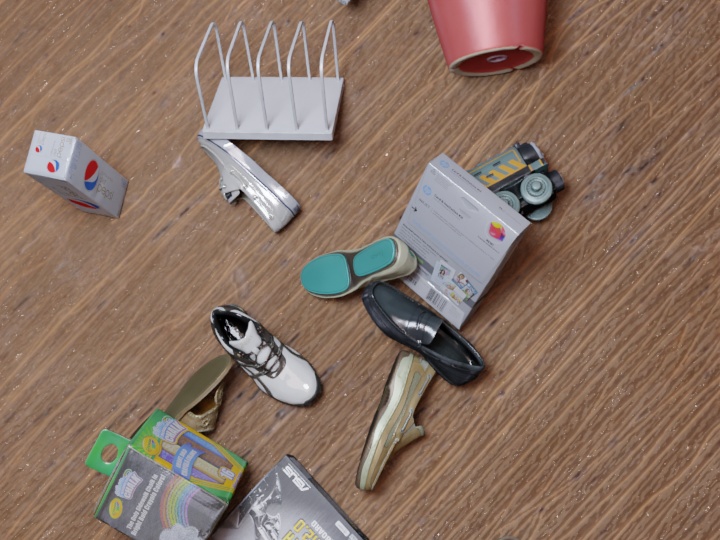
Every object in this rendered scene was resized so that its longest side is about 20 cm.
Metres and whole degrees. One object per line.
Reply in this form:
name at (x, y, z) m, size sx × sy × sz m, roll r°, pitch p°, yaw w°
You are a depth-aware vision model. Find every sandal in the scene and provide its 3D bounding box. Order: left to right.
sandal at (-0.243, 0.211, 1.347) m, size 0.211 × 0.078 × 0.070 m, roll -41°, pitch 114°, yaw 9°

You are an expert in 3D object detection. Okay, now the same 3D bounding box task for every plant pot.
plant pot at (0.186, -0.389, 1.340) m, size 0.195 × 0.200 × 0.182 m, roll -7°, pitch 86°, yaw 6°

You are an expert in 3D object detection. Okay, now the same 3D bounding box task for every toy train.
toy train at (0.192, -0.107, 1.334) m, size 0.197 × 0.085 × 0.115 m, roll -29°, pitch 67°, yaw 1°

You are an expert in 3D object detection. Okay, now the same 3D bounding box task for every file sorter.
file sorter at (-0.133, -0.286, 1.362) m, size 0.195 × 0.126 × 0.141 m, roll 1°, pitch 45°, yaw 8°

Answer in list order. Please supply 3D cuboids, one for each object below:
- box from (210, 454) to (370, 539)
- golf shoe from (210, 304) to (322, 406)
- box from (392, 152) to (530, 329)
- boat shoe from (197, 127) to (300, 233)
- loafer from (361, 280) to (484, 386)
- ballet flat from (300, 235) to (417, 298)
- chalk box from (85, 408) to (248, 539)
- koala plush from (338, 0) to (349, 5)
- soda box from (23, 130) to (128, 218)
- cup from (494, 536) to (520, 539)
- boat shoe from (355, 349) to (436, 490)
box at (-0.087, 0.385, 1.289) m, size 0.158 × 0.048 × 0.200 m, roll -45°, pitch 76°, yaw -3°
golf shoe at (-0.144, 0.123, 1.327) m, size 0.198 × 0.095 × 0.078 m, roll 36°, pitch 84°, yaw 11°
box at (0.125, -0.037, 1.278) m, size 0.155 × 0.202 × 0.041 m, roll 40°, pitch 47°, yaw 14°
boat shoe at (-0.183, -0.134, 1.397) m, size 0.199 × 0.071 × 0.070 m, roll 41°, pitch 84°, yaw 7°
loafer at (0.090, 0.081, 1.284) m, size 0.200 × 0.070 × 0.069 m, roll 40°, pitch 55°, yaw -7°
ballet flat at (0.000, 0.000, 1.334) m, size 0.197 × 0.069 × 0.071 m, roll -13°, pitch 74°, yaw 41°
chalk box at (-0.275, 0.285, 1.262) m, size 0.198 × 0.124 × 0.126 m, roll 31°, pitch 106°, yaw -1°
koala plush at (-0.005, -0.520, 1.405) m, size 0.199 × 0.183 × 0.178 m, roll -41°, pitch 76°, yaw 10°
soda box at (-0.413, -0.138, 1.360) m, size 0.066 × 0.200 × 0.065 m, roll 11°, pitch 79°, yaw 9°
cup at (0.148, 0.456, 1.186) m, size 0.141 × 0.199 × 0.205 m, roll -19°, pitch 75°, yaw 31°
boat shoe at (0.055, 0.218, 1.296) m, size 0.075 × 0.072 × 0.204 m, roll 22°, pitch 82°, yaw 0°
